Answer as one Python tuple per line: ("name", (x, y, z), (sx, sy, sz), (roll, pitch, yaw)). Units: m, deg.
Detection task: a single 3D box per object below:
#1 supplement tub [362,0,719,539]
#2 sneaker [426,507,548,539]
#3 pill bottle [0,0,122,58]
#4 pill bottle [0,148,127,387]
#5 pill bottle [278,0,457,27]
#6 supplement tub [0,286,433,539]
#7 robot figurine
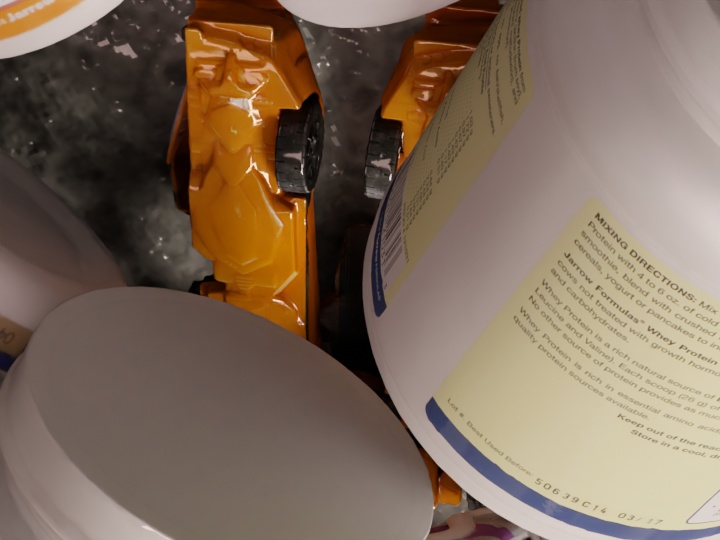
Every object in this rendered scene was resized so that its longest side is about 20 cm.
("supplement tub", (0.095, -0.026, 0.657), (0.145, 0.145, 0.200), (24, 147, -6))
("sneaker", (0.095, 0.074, 0.807), (0.140, 0.200, 0.078), (-47, 70, 31))
("pill bottle", (-0.131, -0.154, 0.664), (0.112, 0.112, 0.200), (-12, 143, 23))
("pill bottle", (-0.173, 0.052, 0.799), (0.116, 0.116, 0.200), (36, 101, -16))
("pill bottle", (-0.018, -0.171, 0.653), (0.111, 0.111, 0.200), (-15, 125, 25))
("supplement tub", (-0.075, 0.119, 0.743), (0.144, 0.144, 0.200), (24, 119, -7))
("robot figurine", (0.000, 0.000, 0.828), (0.145, 0.058, 0.200), (7, 130, 9))
